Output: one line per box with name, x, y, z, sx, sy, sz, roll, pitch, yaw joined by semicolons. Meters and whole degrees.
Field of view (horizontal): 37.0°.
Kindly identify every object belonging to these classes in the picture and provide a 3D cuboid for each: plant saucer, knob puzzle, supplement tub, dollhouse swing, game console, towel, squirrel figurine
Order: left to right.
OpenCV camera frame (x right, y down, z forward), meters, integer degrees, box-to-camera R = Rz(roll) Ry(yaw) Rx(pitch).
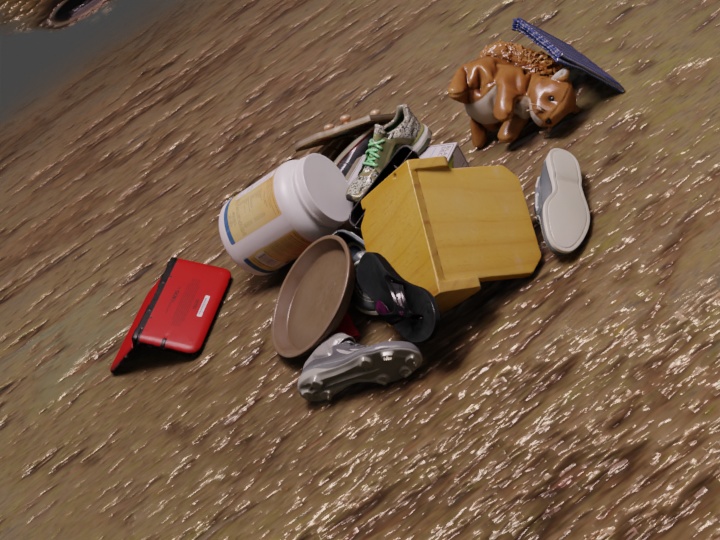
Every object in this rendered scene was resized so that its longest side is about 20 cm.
game console;-0.329;0.089;1.879;0.170;0.120;0.202;12;46;6
supplement tub;-0.123;-0.093;1.789;0.199;0.145;0.146;-28;31;32
plant saucer;-0.070;0.043;1.646;0.200;0.029;0.202;-39;37;37
knob puzzle;-0.038;-0.260;1.969;0.216;0.031;0.220;-18;3;1
dollhouse swing;0.130;-0.042;1.567;0.181;0.174;0.203;-37;60;48
squirrel figurine;0.271;-0.306;1.777;0.184;0.142;0.201;2;49;32
towel;0.341;-0.358;1.794;0.024;0.143;0.201;-60;28;20

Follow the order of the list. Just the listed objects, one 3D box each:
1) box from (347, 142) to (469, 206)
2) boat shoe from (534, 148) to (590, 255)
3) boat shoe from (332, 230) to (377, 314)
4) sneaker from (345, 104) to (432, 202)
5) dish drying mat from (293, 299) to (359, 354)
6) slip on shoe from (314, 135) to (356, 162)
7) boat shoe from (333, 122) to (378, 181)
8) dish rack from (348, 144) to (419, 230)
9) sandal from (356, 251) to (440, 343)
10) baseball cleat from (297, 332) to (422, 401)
box;0.074;-0.146;1.801;0.198;0.060;0.117;-2;45;38
boat shoe;0.288;-0.090;1.574;0.062;0.072;0.202;119;164;-47
boat shoe;0.000;0.000;1.664;0.072;0.062;0.200;-34;33;0
sneaker;0.031;-0.195;1.763;0.076;0.089;0.201;12;55;46
dish drying mat;-0.061;0.066;1.685;0.076;0.018;0.201;-32;34;1
slip on shoe;-0.075;-0.170;1.952;0.201;0.076;0.060;-50;20;-16
boat shoe;-0.022;-0.176;1.901;0.200;0.062;0.071;-49;7;-13
dish rack;0.086;-0.083;1.657;0.154;0.054;0.200;-52;46;9
sandal;0.041;0.040;1.499;0.047;0.076;0.200;2;24;-35
baseball cleat;-0.003;0.119;1.524;0.197;0.070;0.107;-17;37;21
